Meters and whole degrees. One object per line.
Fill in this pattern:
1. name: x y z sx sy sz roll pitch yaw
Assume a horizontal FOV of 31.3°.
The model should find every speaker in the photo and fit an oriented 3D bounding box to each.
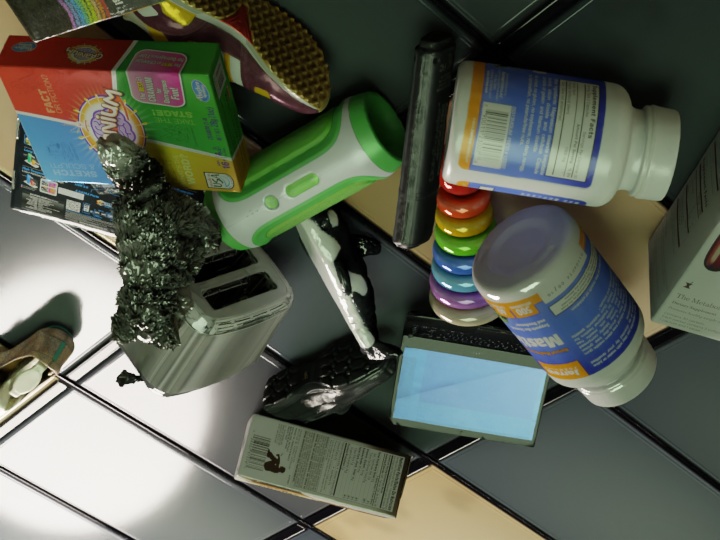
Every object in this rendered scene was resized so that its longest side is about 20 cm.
1. speaker: -0.054 -0.093 1.230 0.199 0.089 0.088 -27 126 27

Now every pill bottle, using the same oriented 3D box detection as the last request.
1. pill bottle: 0.204 0.041 1.240 0.111 0.113 0.200 -22 126 30
2. pill bottle: 0.178 -0.119 1.148 0.198 0.113 0.113 9 137 1

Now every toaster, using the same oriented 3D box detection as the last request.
1. toaster: -0.164 0.046 1.345 0.114 0.199 0.129 51 129 17

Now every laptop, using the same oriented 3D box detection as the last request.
1. laptop: 0.127 0.123 1.414 0.176 0.104 0.200 9 168 1

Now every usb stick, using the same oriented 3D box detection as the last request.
1. usb stick: 0.057 -0.116 1.172 0.032 0.055 0.202 18 118 24

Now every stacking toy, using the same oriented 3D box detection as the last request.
1. stacking toy: 0.102 -0.042 1.274 0.085 0.086 0.201 0 131 11

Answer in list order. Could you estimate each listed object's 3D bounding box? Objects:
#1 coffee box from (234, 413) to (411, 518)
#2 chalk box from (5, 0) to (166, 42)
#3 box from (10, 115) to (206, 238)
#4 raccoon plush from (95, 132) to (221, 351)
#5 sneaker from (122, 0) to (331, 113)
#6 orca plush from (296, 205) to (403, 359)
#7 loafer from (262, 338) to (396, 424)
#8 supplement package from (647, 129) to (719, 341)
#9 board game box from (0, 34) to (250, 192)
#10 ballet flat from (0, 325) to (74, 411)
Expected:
1. coffee box: -0.048 0.240 1.567 0.198 0.080 0.113 16 168 -5
2. chalk box: -0.197 -0.290 1.034 0.198 0.125 0.125 -12 132 21
3. box: -0.249 -0.103 1.296 0.198 0.046 0.160 15 137 -5
4. raccoon plush: -0.214 -0.016 1.182 0.096 0.135 0.200 0 150 34
5. sneaker: -0.118 -0.202 1.156 0.200 0.075 0.090 38 140 -18
6. orca plush: 0.000 0.000 1.337 0.071 0.105 0.201 -32 104 -10
7. loafer: -0.029 0.132 1.491 0.200 0.069 0.070 -24 135 38
8. supplement package: 0.360 -0.039 1.197 0.113 0.110 0.201 15 137 -6
9. board game box: -0.211 -0.141 1.168 0.198 0.041 0.154 4 142 12
10. ballet flat: -0.422 0.131 1.564 0.068 0.068 0.200 34 132 -23
